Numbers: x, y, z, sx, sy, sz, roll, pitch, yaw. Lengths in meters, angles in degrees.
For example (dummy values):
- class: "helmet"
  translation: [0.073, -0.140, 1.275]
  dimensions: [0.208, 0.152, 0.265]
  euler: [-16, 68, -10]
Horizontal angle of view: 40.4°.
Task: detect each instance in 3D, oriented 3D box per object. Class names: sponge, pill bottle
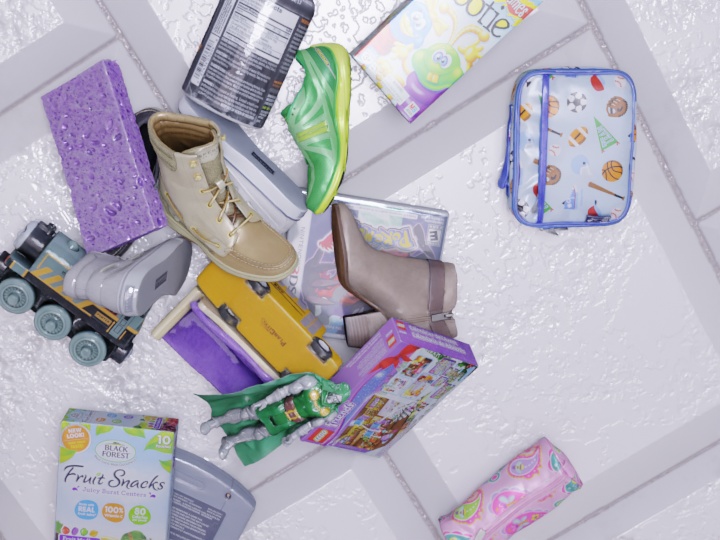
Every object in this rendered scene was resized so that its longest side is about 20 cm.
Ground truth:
- class: "sponge"
  translation: [-0.298, -0.129, 1.133]
  dimensions: [0.111, 0.030, 0.202]
  euler: [-18, 89, 29]
- class: "pill bottle"
  translation: [-0.118, -0.273, 1.116]
  dimensions: [0.105, 0.106, 0.202]
  euler: [25, 101, -9]

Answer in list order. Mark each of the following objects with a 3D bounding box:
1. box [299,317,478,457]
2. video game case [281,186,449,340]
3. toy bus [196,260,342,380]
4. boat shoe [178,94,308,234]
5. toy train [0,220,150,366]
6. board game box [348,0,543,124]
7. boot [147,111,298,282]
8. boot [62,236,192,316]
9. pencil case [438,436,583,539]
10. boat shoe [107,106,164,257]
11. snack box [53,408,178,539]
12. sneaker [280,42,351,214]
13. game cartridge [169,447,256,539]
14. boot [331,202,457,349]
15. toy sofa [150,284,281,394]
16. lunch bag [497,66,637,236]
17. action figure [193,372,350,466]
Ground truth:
- class: "box"
  translation: [0.030, 0.149, 1.198]
  dimensions: [0.136, 0.039, 0.200]
  euler: [20, 125, -38]
- class: "video game case"
  translation: [0.000, 0.000, 1.230]
  dimensions: [0.197, 0.023, 0.185]
  euler: [8, 103, -5]
- class: "toy bus"
  translation: [-0.108, 0.058, 1.189]
  dimensions: [0.200, 0.078, 0.065]
  euler: [46, 105, -1]
- class: "boat shoe"
  translation: [-0.152, -0.122, 1.167]
  dimensions: [0.200, 0.074, 0.065]
  euler: [47, 113, -2]
- class: "toy train"
  translation: [-0.345, 0.027, 1.180]
  dimensions: [0.199, 0.085, 0.114]
  euler: [39, 106, -14]
- class: "board game box"
  translation: [0.094, -0.279, 1.127]
  dimensions: [0.200, 0.105, 0.103]
  euler: [-42, 103, 8]
- class: "boot"
  translation: [-0.155, -0.083, 1.102]
  dimensions: [0.199, 0.156, 0.073]
  euler: [33, 57, 20]
- class: "boot"
  translation: [-0.266, -0.004, 1.133]
  dimensions: [0.094, 0.200, 0.075]
  euler: [13, 103, 7]
- class: "pencil case"
  translation: [0.194, 0.308, 1.284]
  dimensions: [0.199, 0.087, 0.088]
  euler: [-39, 103, 5]
- class: "boat shoe"
  translation: [-0.281, -0.099, 1.170]
  dimensions: [0.072, 0.063, 0.202]
  euler: [23, 102, -11]
- class: "snack box"
  translation: [-0.308, 0.282, 1.230]
  dimensions: [0.140, 0.053, 0.203]
  euler: [6, 102, -6]
- class: "sneaker"
  translation: [-0.054, -0.168, 1.165]
  dimensions: [0.082, 0.074, 0.203]
  euler: [2, 92, -1]
- class: "game cartridge"
  translation: [-0.245, 0.304, 1.283]
  dimensions: [0.198, 0.041, 0.134]
  euler: [27, 104, -9]
- class: "boot"
  translation: [0.045, 0.008, 1.196]
  dimensions: [0.144, 0.070, 0.203]
  euler: [-8, 105, -7]
- class: "toy sofa"
  translation: [-0.160, 0.115, 1.211]
  dimensions: [0.083, 0.098, 0.200]
  euler: [-43, 103, 7]
- class: "lunch bag"
  translation: [0.249, -0.144, 1.185]
  dimensions: [0.158, 0.076, 0.203]
  euler: [0, 102, -1]
- class: "action figure"
  translation: [-0.095, 0.168, 1.155]
  dimensions: [0.198, 0.055, 0.119]
  euler: [-23, 115, 26]
